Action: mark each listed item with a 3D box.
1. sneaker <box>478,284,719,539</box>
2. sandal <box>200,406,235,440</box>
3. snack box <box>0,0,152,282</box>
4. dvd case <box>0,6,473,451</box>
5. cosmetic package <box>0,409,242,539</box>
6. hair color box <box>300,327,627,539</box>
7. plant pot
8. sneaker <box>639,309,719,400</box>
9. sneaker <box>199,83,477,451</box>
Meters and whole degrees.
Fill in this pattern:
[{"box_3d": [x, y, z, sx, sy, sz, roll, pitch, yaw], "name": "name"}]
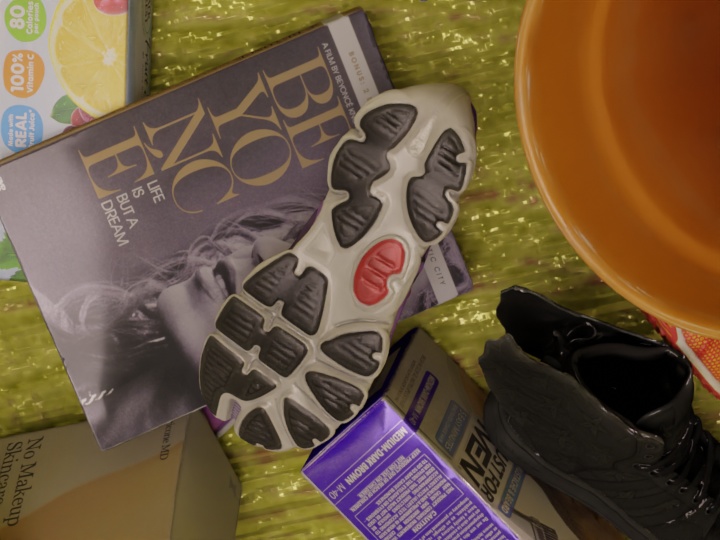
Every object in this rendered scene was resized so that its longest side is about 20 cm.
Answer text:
[{"box_3d": [0.134, 0.077, 1.167, 0.199, 0.060, 0.104, 27, 150, -11], "name": "sneaker"}, {"box_3d": [-0.067, 0.006, 1.226, 0.082, 0.050, 0.203, 30, 108, 1], "name": "sandal"}, {"box_3d": [-0.175, -0.098, 1.207, 0.141, 0.053, 0.202, 4, 101, 10], "name": "snack box"}, {"box_3d": [-0.062, -0.019, 1.187, 0.199, 0.016, 0.150, -23, 103, -5], "name": "dvd case"}, {"box_3d": [-0.166, 0.140, 1.243, 0.199, 0.106, 0.071, -13, 129, 15], "name": "cosmetic package"}, {"box_3d": [0.069, 0.131, 1.207, 0.065, 0.109, 0.200, -41, 96, 19], "name": "hair color box"}, {"box_3d": [0.195, -0.092, 1.064, 0.199, 0.183, 0.202, 12, 113, 30], "name": "plant pot"}, {"box_3d": [0.149, -0.027, 1.169, 0.077, 0.073, 0.201, -26, 105, 1], "name": "sneaker"}, {"box_3d": [0.000, 0.000, 1.158, 0.080, 0.083, 0.200, 37, 109, 5], "name": "sneaker"}]
